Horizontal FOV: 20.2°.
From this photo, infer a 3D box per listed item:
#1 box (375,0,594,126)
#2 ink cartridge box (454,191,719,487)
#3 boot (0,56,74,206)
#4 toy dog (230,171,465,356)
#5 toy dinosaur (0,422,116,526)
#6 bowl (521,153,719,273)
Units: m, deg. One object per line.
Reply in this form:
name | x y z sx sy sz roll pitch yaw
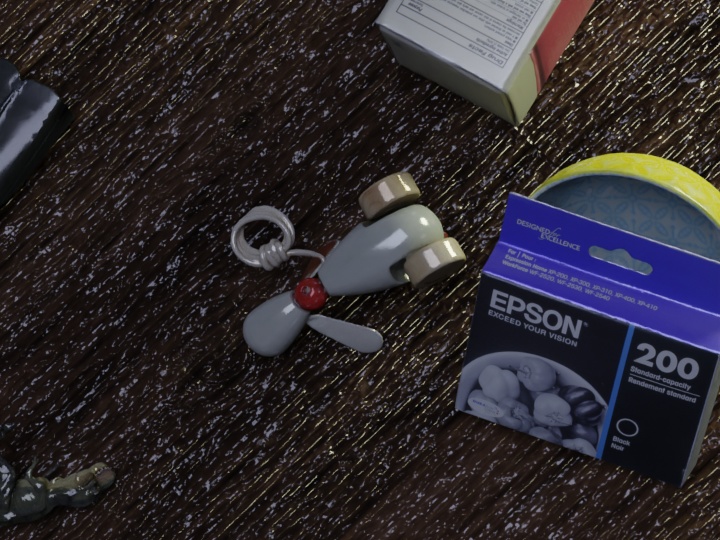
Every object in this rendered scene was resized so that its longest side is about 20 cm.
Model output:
box | 0.123 -0.243 1.682 0.128 0.109 0.200 30 85 15
ink cartridge box | 0.184 0.057 1.578 0.198 0.200 0.043 19 37 14
boot | -0.370 -0.106 1.764 0.165 0.066 0.200 34 89 7
toy dog | 0.000 0.000 1.677 0.200 0.096 0.132 -14 79 22
toy dinosaur | -0.310 0.182 1.705 0.200 0.047 0.088 -21 82 9
bowl | 0.227 -0.018 1.605 0.200 0.200 0.108 23 40 14
